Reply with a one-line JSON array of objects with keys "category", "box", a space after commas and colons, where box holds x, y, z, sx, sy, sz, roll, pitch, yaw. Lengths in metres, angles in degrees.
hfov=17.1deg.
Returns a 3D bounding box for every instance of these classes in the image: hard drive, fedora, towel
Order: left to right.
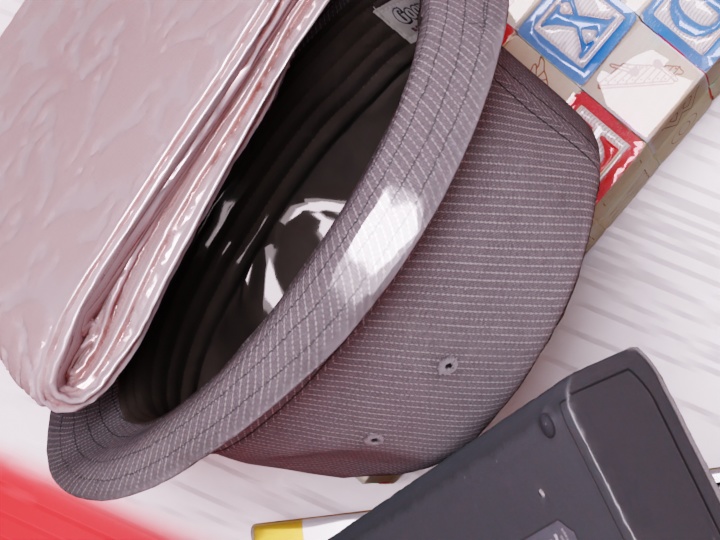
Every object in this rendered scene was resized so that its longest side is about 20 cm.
[{"category": "towel", "box": [-0.072, -0.065, 0.767, 0.032, 0.200, 0.192, 33, 92, -26]}, {"category": "fedora", "box": [0.000, 0.000, 0.708, 0.090, 0.177, 0.200, 32, 119, -21]}, {"category": "hard drive", "box": [0.053, 0.119, 0.680, 0.033, 0.200, 0.140, -21, 80, -29]}]

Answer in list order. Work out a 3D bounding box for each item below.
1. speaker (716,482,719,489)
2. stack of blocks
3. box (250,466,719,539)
[{"category": "speaker", "box": [0.146, 0.143, 0.655, 0.081, 0.081, 0.201, -27, 81, 8]}, {"category": "stack of blocks", "box": [0.028, -0.042, 0.797, 0.115, 0.059, 0.200, 41, 94, 12]}, {"category": "box", "box": [0.069, 0.131, 0.786, 0.198, 0.041, 0.120, -7, 84, 8]}]
